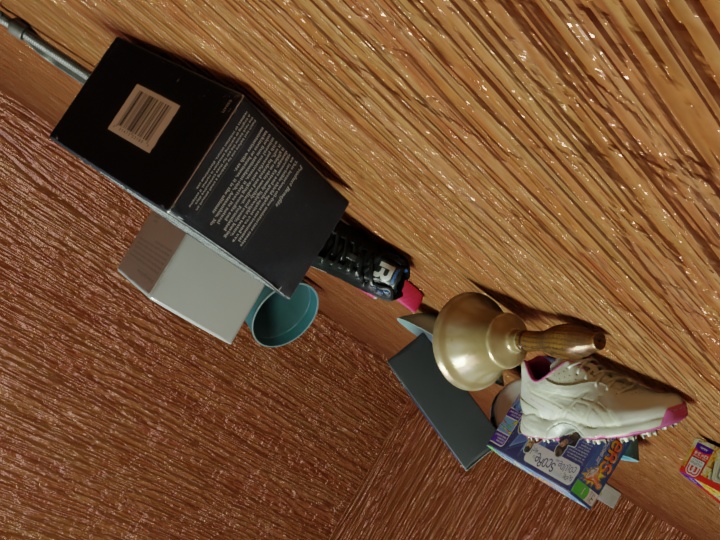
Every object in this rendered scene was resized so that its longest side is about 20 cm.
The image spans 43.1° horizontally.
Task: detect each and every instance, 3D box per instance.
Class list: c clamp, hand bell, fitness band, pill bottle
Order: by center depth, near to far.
[{"bbox_3d":[0.165,0.067,0.890,0.103,0.105,0.199,34,161,-21],"label":"hand bell"},{"bbox_3d":[-0.385,-0.269,1.174,0.198,0.027,0.171,34,174,-8],"label":"c clamp"},{"bbox_3d":[0.000,0.000,1.308,0.198,0.038,0.144,32,174,-10],"label":"fitness band"},{"bbox_3d":[0.263,0.233,1.459,0.110,0.112,0.200,30,174,10],"label":"pill bottle"}]

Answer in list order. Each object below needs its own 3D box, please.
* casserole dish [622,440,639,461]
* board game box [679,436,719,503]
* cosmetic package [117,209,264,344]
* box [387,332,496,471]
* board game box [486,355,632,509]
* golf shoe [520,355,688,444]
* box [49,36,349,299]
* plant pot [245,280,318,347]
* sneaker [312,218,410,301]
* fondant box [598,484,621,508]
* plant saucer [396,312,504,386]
[{"bbox_3d":[0.364,0.258,1.397,0.119,0.039,0.200,17,171,9],"label":"casserole dish"},{"bbox_3d":[0.463,0.262,0.973,0.151,0.047,0.199,36,173,-35],"label":"board game box"},{"bbox_3d":[-0.183,-0.042,1.121,0.122,0.202,0.199,34,174,-26],"label":"cosmetic package"},{"bbox_3d":[0.132,0.206,1.412,0.201,0.078,0.141,53,176,14],"label":"box"},{"bbox_3d":[0.235,0.178,1.048,0.034,0.136,0.200,37,174,-17],"label":"board game box"},{"bbox_3d":[0.235,0.126,0.925,0.074,0.093,0.198,-10,179,-40],"label":"golf shoe"},{"bbox_3d":[-0.149,-0.097,0.870,0.199,0.124,0.198,30,173,35],"label":"box"},{"bbox_3d":[-0.238,0.063,2.393,0.188,0.200,0.200,46,-175,40],"label":"plant pot"},{"bbox_3d":[-0.006,-0.020,1.056,0.111,0.074,0.199,24,179,34],"label":"sneaker"},{"bbox_3d":[0.737,0.691,2.971,0.143,0.059,0.200,34,173,-13],"label":"fondant box"},{"bbox_3d":[0.150,0.114,1.440,0.199,0.039,0.201,32,174,4],"label":"plant saucer"}]
